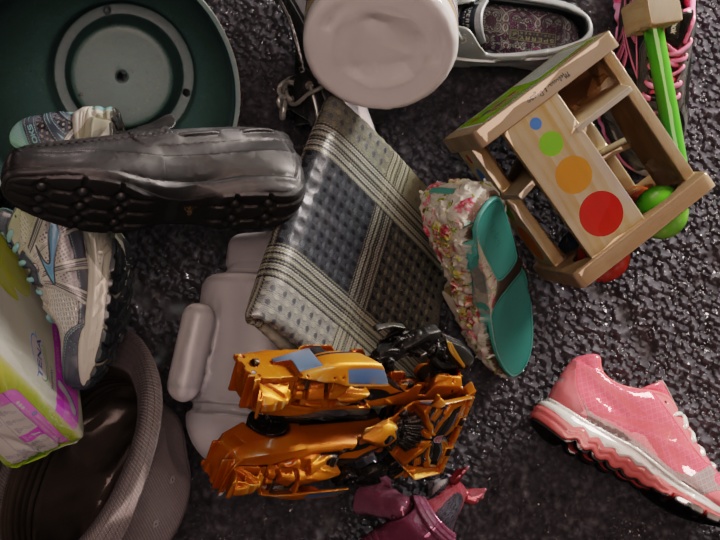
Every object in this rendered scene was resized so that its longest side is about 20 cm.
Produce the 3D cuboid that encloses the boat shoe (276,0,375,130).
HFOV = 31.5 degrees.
[{"bbox_3d":[-0.033,-0.137,1.029,0.068,0.074,0.200,-22,99,3],"label":"boat shoe"}]

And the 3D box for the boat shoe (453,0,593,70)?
[{"bbox_3d":[0.092,-0.202,1.044,0.200,0.072,0.070,2,82,-4],"label":"boat shoe"}]

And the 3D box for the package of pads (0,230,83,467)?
[{"bbox_3d":[-0.267,0.029,0.887,0.068,0.200,0.155,-21,48,6],"label":"package of pads"}]

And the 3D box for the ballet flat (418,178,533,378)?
[{"bbox_3d":[0.090,0.002,0.988,0.064,0.200,0.076,21,54,34],"label":"ballet flat"}]

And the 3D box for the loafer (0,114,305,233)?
[{"bbox_3d":[-0.135,-0.067,0.844,0.200,0.068,0.071,-1,59,-21],"label":"loafer"}]

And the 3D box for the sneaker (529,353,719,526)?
[{"bbox_3d":[0.239,0.135,1.013,0.200,0.074,0.087,30,80,0],"label":"sneaker"}]

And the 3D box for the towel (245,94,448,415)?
[{"bbox_3d":[0.000,0.000,0.958,0.034,0.200,0.193,-4,57,37],"label":"towel"}]

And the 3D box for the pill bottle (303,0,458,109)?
[{"bbox_3d":[0.016,-0.220,0.961,0.111,0.111,0.200,6,42,-4],"label":"pill bottle"}]

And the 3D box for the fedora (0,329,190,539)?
[{"bbox_3d":[-0.187,0.152,0.952,0.090,0.177,0.200,36,52,-40],"label":"fedora"}]

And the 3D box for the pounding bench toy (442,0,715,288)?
[{"bbox_3d":[0.196,-0.098,0.973,0.200,0.124,0.156,-37,97,-3],"label":"pounding bench toy"}]

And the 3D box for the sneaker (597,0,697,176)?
[{"bbox_3d":[0.243,-0.179,1.043,0.079,0.095,0.200,3,84,-6],"label":"sneaker"}]

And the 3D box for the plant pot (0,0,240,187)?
[{"bbox_3d":[-0.188,-0.142,0.969,0.200,0.134,0.201,-1,105,-3],"label":"plant pot"}]

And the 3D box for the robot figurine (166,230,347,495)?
[{"bbox_3d":[-0.072,0.072,0.975,0.169,0.113,0.200,11,81,-38],"label":"robot figurine"}]

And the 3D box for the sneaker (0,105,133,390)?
[{"bbox_3d":[-0.209,-0.016,0.903,0.086,0.078,0.201,2,96,3],"label":"sneaker"}]

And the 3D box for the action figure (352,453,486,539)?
[{"bbox_3d":[0.011,0.218,0.954,0.134,0.149,0.200,44,95,8],"label":"action figure"}]

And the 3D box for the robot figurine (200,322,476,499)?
[{"bbox_3d":[-0.005,0.106,0.897,0.200,0.058,0.145,1,123,-31],"label":"robot figurine"}]
